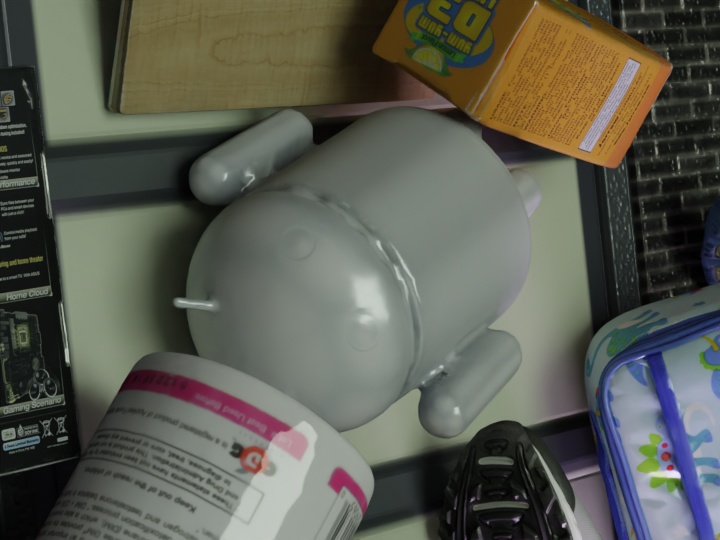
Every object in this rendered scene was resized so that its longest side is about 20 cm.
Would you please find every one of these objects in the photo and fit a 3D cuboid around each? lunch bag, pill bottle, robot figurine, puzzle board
[{"bbox_3d":[0.209,0.108,1.301,0.082,0.160,0.201,-112,-174,-77],"label":"lunch bag"},{"bbox_3d":[-0.086,0.144,0.969,0.113,0.113,0.201,45,64,-37],"label":"pill bottle"},{"bbox_3d":[0.000,0.000,1.090,0.170,0.113,0.200,43,44,11],"label":"robot figurine"},{"bbox_3d":[-0.028,-0.149,1.104,0.199,0.017,0.151,-7,112,-45],"label":"puzzle board"}]

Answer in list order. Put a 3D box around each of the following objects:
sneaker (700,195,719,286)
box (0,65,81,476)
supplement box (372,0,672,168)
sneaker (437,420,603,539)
[{"bbox_3d":[0.257,-0.013,1.436,0.200,0.075,0.089,40,46,-48],"label":"sneaker"},{"bbox_3d":[-0.199,0.008,0.912,0.200,0.043,0.161,-11,95,-49],"label":"box"},{"bbox_3d":[0.083,-0.102,1.180,0.069,0.066,0.200,-60,157,11],"label":"supplement box"},{"bbox_3d":[0.097,0.155,1.233,0.079,0.074,0.201,-57,134,-47],"label":"sneaker"}]
